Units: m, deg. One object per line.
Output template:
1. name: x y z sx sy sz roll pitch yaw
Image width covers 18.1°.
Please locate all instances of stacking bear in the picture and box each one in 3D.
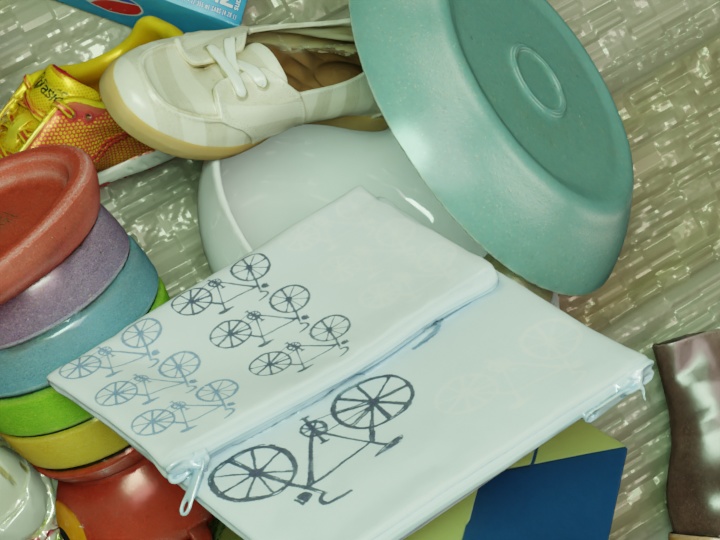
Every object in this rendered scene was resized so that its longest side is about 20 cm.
1. stacking bear: -0.132 0.053 1.060 0.114 0.121 0.200 -38 119 -22

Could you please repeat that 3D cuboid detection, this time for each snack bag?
1. snack bag: -0.007 0.044 0.958 0.188 0.200 0.021 -30 130 -24

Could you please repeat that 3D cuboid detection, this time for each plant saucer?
1. plant saucer: 0.074 -0.084 1.089 0.200 0.036 0.200 36 35 -32

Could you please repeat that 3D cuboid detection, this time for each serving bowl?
1. serving bowl: 0.000 0.000 1.135 0.200 0.066 0.200 23 37 -19

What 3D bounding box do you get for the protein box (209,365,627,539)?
1. protein box: -0.001 0.167 1.011 0.135 0.200 0.199 31 40 -8

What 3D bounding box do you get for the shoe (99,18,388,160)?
1. shoe: -0.045 -0.099 1.106 0.200 0.053 0.070 -10 57 -48

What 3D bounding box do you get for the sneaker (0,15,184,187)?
1. sneaker: -0.166 -0.060 1.116 0.200 0.077 0.073 -40 50 -24

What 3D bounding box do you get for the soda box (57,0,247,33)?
1. soda box: -0.152 -0.177 1.145 0.199 0.068 0.064 19 78 -13

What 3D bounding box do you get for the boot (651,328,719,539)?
1. boot: 0.260 0.105 1.225 0.199 0.072 0.167 -6 87 -13

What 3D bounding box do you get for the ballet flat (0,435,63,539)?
1. ballet flat: -0.205 0.087 1.094 0.200 0.064 0.076 46 74 -11

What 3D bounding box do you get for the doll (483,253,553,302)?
1. doll: 0.072 -0.056 1.147 0.136 0.048 0.201 45 29 -44
